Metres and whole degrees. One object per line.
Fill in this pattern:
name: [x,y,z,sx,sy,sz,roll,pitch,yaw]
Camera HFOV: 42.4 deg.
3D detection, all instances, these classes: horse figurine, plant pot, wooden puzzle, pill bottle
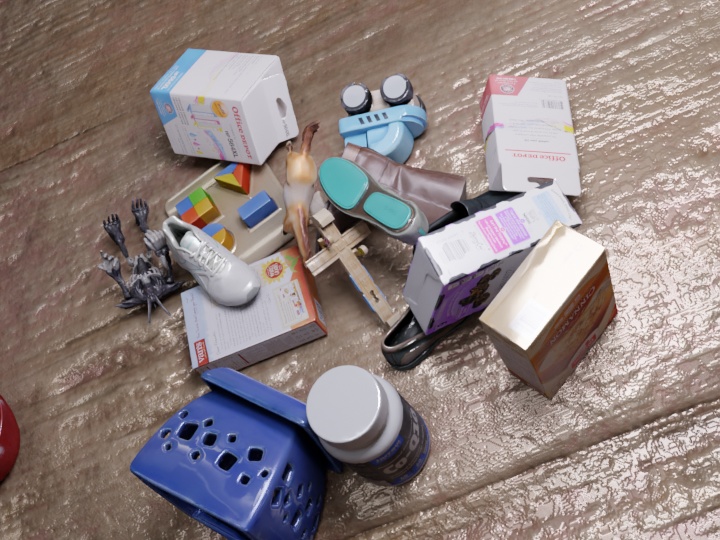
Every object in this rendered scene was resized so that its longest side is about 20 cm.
horse figurine: [-0.088,-0.115,1.334,0.050,0.133,0.201,5,101,-11]
plant pot: [-0.145,0.251,1.208,0.199,0.200,0.180,20,67,27]
wooden puzzle: [-0.208,-0.093,1.477,0.185,0.046,0.200,-36,59,1]
pill bottle: [0.011,0.196,1.167,0.113,0.200,0.114,-8,64,17]

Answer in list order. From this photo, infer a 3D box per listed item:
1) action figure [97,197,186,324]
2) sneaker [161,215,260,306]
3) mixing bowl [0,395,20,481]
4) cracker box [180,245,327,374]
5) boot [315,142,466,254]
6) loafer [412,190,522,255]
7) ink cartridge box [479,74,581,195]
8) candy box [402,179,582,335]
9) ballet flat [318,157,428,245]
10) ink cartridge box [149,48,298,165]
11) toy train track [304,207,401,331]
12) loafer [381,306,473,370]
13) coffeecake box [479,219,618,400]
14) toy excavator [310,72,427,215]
action figure: [-0.353,-0.017,1.465,0.118,0.102,0.200,-24,58,-5]
sneaker: [-0.228,-0.014,1.367,0.200,0.080,0.070,32,74,33]
mixing bowl: [-0.598,0.267,1.416,0.199,0.108,0.201,-9,62,17]
cracker box: [-0.160,0.064,1.378,0.199,0.058,0.134,-21,58,9]
boot: [0.047,-0.073,1.352,0.199,0.064,0.187,19,99,2]
loafer: [0.155,-0.070,1.295,0.200,0.071,0.068,-36,42,-18]
ink cartridge box: [0.237,-0.175,1.306,0.116,0.068,0.201,3,59,-6]
candy box: [0.164,-0.014,1.193,0.199,0.168,0.072,-24,69,-14]
ballet flat: [0.017,-0.092,1.283,0.200,0.064,0.068,37,90,39]
ink cartridge box: [-0.207,-0.263,1.490,0.199,0.129,0.125,10,48,26]
toy train track: [0.000,0.000,1.292,0.115,0.033,0.200,-38,99,-28]
loafer: [0.106,0.052,1.279,0.072,0.063,0.200,39,83,31]
coffeecake box: [0.238,0.055,1.149,0.073,0.200,0.154,35,82,29]
toy excavator: [0.011,-0.176,1.414,0.193,0.100,0.201,-11,72,16]
